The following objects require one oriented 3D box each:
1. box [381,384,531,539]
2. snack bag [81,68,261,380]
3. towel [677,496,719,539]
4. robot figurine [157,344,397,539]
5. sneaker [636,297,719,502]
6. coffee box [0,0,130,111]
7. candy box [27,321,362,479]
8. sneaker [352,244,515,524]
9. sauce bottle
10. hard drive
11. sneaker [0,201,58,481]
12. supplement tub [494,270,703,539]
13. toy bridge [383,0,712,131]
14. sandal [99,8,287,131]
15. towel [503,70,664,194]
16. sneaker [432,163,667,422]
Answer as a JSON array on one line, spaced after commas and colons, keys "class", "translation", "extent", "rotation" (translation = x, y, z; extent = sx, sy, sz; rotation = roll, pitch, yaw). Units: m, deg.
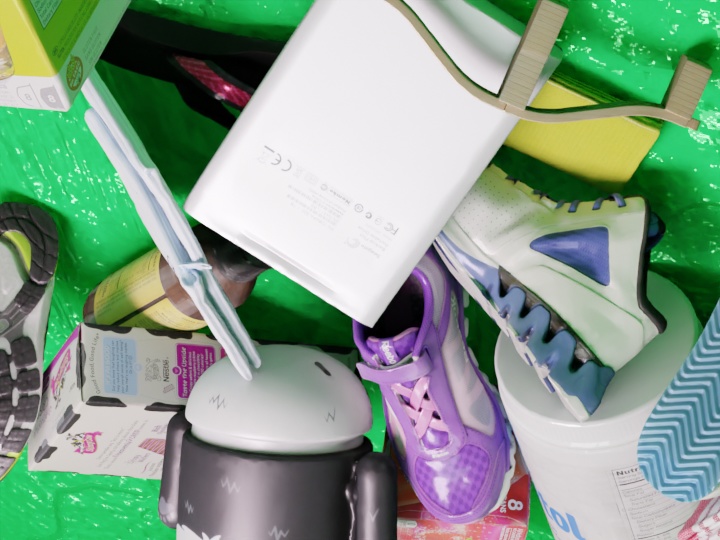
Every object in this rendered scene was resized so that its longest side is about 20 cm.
[{"class": "box", "translation": [0.059, 0.155, 1.813], "extent": [0.095, 0.100, 0.200], "rotation": [5, 155, -1]}, {"class": "snack bag", "translation": [-0.132, -0.049, 1.656], "extent": [0.189, 0.021, 0.200], "rotation": [56, 174, 41]}, {"class": "towel", "translation": [0.276, 0.091, 1.590], "extent": [0.030, 0.146, 0.200], "rotation": [44, 144, -5]}, {"class": "robot figurine", "translation": [-0.054, 0.147, 1.723], "extent": [0.150, 0.200, 0.125], "rotation": [3, -171, -3]}, {"class": "sneaker", "translation": [0.237, 0.046, 1.564], "extent": [0.077, 0.200, 0.081], "rotation": [43, -167, 19]}, {"class": "coffee box", "translation": [-0.228, -0.228, 1.424], "extent": [0.200, 0.200, 0.198], "rotation": [6, 142, 25]}, {"class": "candy box", "translation": [-0.115, 0.094, 1.847], "extent": [0.200, 0.061, 0.136], "rotation": [5, 154, -22]}, {"class": "sneaker", "translation": [0.036, 0.062, 1.664], "extent": [0.080, 0.088, 0.200], "rotation": [-12, 92, 20]}, {"class": "sauce bottle", "translation": [-0.110, 0.007, 1.795], "extent": [0.065, 0.065, 0.200], "rotation": [39, 145, -20]}, {"class": "hard drive", "translation": [0.005, -0.080, 1.541], "extent": [0.132, 0.025, 0.200], "rotation": [32, 114, -6]}, {"class": "sneaker", "translation": [-0.243, 0.059, 1.849], "extent": [0.074, 0.200, 0.081], "rotation": [12, 163, 1]}, {"class": "supplement tub", "translation": [0.167, 0.107, 1.696], "extent": [0.132, 0.132, 0.200], "rotation": [6, 142, 26]}, {"class": "toy bridge", "translation": [0.094, -0.117, 1.480], "extent": [0.200, 0.067, 0.027], "rotation": [23, -171, -4]}, {"class": "sandal", "translation": [-0.088, -0.111, 1.629], "extent": [0.200, 0.045, 0.075], "rotation": [16, 153, 16]}, {"class": "towel", "translation": [0.073, -0.107, 1.568], "extent": [0.200, 0.018, 0.086], "rotation": [25, 152, -2]}, {"class": "sneaker", "translation": [0.113, -0.018, 1.599], "extent": [0.199, 0.115, 0.081], "rotation": [52, 176, 17]}]
